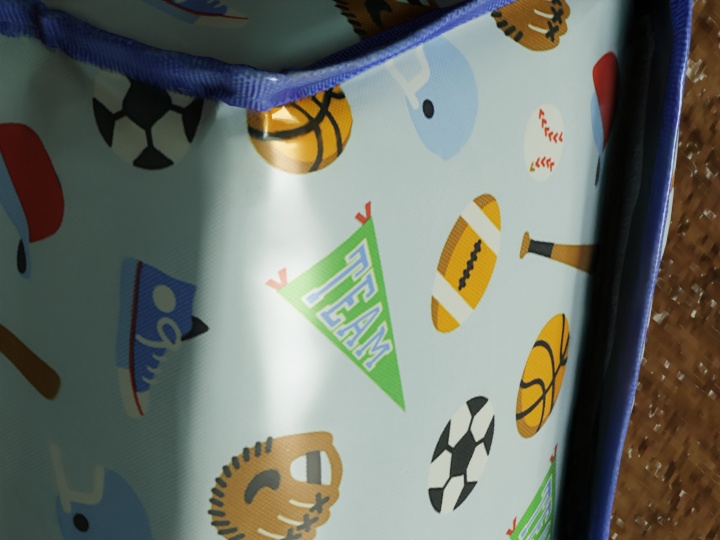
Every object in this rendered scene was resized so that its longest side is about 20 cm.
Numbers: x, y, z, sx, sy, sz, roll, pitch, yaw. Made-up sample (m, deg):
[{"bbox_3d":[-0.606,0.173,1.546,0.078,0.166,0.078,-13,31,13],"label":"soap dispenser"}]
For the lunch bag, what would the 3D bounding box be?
[{"bbox_3d":[0.000,0.000,0.594,0.200,0.123,0.171,-27,129,-51],"label":"lunch bag"}]
